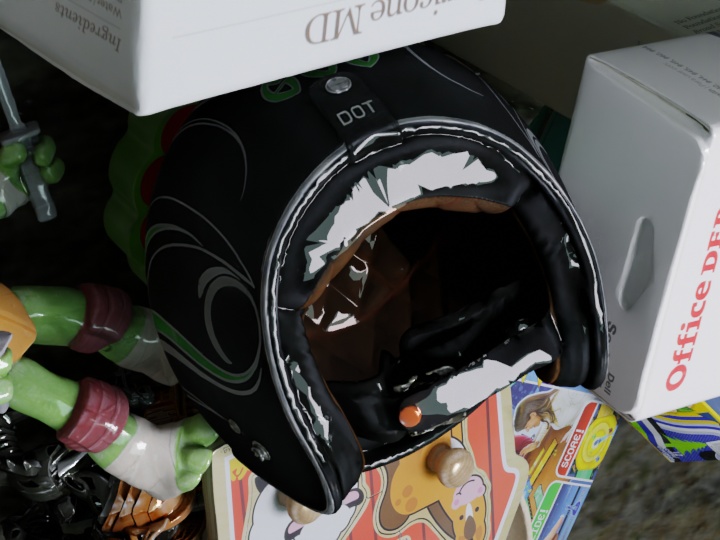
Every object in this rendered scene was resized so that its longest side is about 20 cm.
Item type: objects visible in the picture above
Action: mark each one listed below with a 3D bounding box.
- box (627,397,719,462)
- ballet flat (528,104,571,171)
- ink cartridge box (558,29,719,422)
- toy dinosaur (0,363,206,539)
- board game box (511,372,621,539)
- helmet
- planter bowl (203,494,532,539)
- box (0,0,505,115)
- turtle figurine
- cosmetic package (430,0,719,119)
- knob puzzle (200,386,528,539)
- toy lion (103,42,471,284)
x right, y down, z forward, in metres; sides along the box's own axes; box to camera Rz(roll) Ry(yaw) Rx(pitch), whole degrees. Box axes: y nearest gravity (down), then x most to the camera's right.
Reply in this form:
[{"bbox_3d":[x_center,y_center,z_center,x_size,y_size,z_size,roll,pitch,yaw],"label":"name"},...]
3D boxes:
[{"bbox_3d":[0.158,0.032,1.424,0.200,0.064,0.071,42,55,-39],"label":"box"},{"bbox_3d":[0.084,-0.002,1.276,0.201,0.067,0.070,-59,162,0],"label":"ballet flat"},{"bbox_3d":[0.181,-0.030,1.132,0.199,0.084,0.147,-12,126,-37],"label":"ink cartridge box"},{"bbox_3d":[-0.116,0.103,1.178,0.200,0.135,0.103,-49,137,-58],"label":"toy dinosaur"},{"bbox_3d":[0.082,0.119,1.467,0.135,0.034,0.201,14,103,-48],"label":"board game box"},{"bbox_3d":[0.000,0.000,1.065,0.198,0.191,0.202,-4,101,-18],"label":"helmet"},{"bbox_3d":[-0.028,0.153,1.306,0.199,0.134,0.202,-24,129,-33],"label":"planter bowl"},{"bbox_3d":[-0.065,-0.191,1.009,0.198,0.200,0.173,-18,127,-37],"label":"box"},{"bbox_3d":[-0.137,0.009,1.084,0.193,0.144,0.201,25,102,-30],"label":"turtle figurine"},{"bbox_3d":[0.123,-0.126,1.231,0.105,0.200,0.072,-19,127,-37],"label":"cosmetic package"},{"bbox_3d":[0.011,0.137,1.208,0.219,0.030,0.221,-20,123,-34],"label":"knob puzzle"},{"bbox_3d":[-0.036,-0.031,1.249,0.191,0.069,0.201,-20,127,-27],"label":"toy lion"}]
